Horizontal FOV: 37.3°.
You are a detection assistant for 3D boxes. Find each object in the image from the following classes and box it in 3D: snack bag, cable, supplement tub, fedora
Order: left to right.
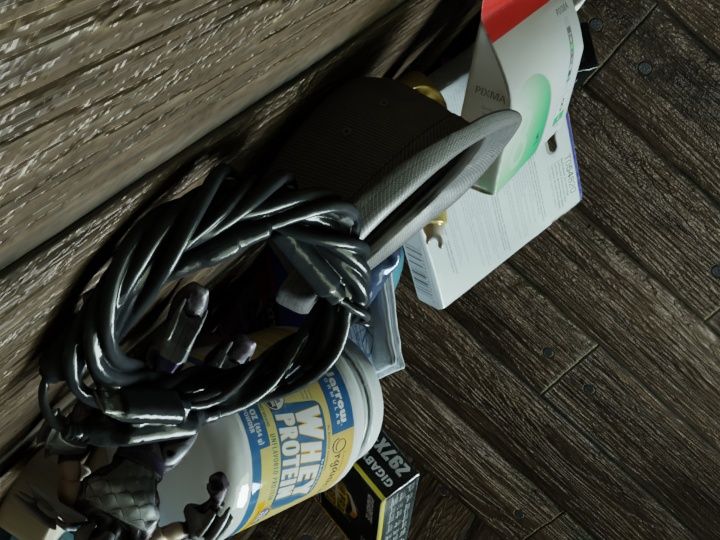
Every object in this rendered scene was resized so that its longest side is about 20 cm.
[{"bbox_3d":[-0.067,0.017,0.561,0.199,0.051,0.164,1,124,-48],"label":"cable"},{"bbox_3d":[-0.088,0.125,0.862,0.199,0.145,0.145,-14,151,-52],"label":"supplement tub"},{"bbox_3d":[0.000,0.000,0.967,0.021,0.202,0.189,-5,169,-12],"label":"snack bag"},{"bbox_3d":[0.002,-0.063,0.689,0.200,0.090,0.177,-39,172,-26],"label":"fedora"}]

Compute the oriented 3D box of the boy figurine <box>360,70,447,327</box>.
[{"bbox_3d":[0.019,-0.058,0.839,0.201,0.124,0.064,-65,-164,2],"label":"boy figurine"}]

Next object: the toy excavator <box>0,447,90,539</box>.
[{"bbox_3d":[-0.222,0.186,0.775,0.201,0.099,0.194,-63,176,19],"label":"toy excavator"}]

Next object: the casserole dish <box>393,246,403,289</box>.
[{"bbox_3d":[-0.036,0.028,1.086,0.201,0.120,0.039,-66,159,-6],"label":"casserole dish"}]

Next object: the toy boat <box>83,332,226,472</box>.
[{"bbox_3d":[-0.156,0.161,0.960,0.200,0.131,0.131,-48,178,-42],"label":"toy boat"}]

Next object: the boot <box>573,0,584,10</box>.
[{"bbox_3d":[0.208,-0.299,1.040,0.200,0.073,0.090,-50,173,-2],"label":"boot"}]

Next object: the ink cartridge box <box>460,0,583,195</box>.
[{"bbox_3d":[0.136,-0.180,0.830,0.161,0.050,0.201,-43,151,-48],"label":"ink cartridge box"}]

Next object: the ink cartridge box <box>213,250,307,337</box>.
[{"bbox_3d":[-0.088,0.052,1.022,0.200,0.037,0.095,-49,-138,43],"label":"ink cartridge box"}]

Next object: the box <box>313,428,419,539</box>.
[{"bbox_3d":[-0.016,0.189,1.040,0.049,0.160,0.200,-32,154,-20],"label":"box"}]

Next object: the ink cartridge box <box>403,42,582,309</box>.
[{"bbox_3d":[0.110,-0.098,0.970,0.199,0.201,0.041,-35,-144,-24],"label":"ink cartridge box"}]

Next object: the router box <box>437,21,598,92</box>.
[{"bbox_3d":[0.154,-0.198,1.115,0.148,0.051,0.200,-14,179,1],"label":"router box"}]

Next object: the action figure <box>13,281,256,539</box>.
[{"bbox_3d":[-0.133,0.109,0.674,0.069,0.130,0.201,-32,-153,44],"label":"action figure"}]
